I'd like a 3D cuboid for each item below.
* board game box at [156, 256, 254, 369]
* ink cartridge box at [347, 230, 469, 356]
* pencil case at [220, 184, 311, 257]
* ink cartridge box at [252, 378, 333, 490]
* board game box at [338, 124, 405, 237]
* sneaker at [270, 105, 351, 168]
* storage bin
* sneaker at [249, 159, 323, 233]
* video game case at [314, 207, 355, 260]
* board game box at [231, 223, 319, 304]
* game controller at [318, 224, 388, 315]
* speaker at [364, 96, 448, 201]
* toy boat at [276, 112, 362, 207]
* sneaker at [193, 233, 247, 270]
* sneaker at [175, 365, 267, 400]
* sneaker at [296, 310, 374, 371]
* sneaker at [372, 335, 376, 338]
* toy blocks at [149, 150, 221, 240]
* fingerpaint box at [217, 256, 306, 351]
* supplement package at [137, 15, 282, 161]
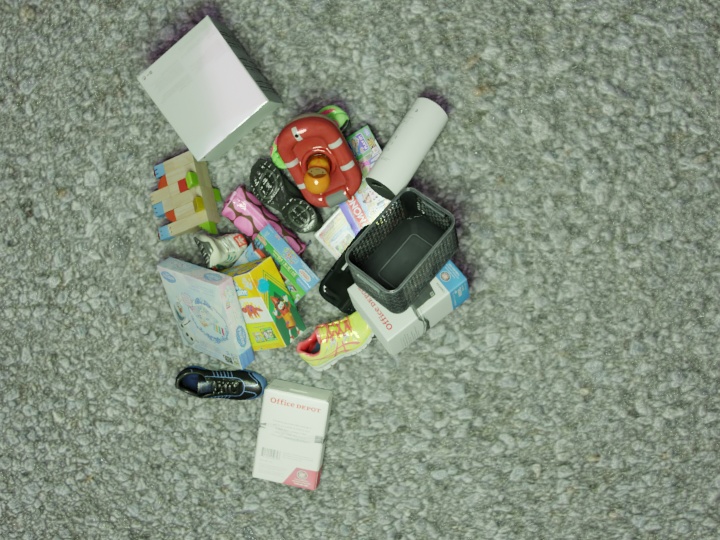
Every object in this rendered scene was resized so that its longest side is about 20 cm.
[{"bbox_3d":[-0.317,0.085,1.703,0.197,0.043,0.202,16,130,38],"label":"board game box"},{"bbox_3d":[0.095,0.045,1.639,0.199,0.084,0.146,-36,63,-7],"label":"ink cartridge box"},{"bbox_3d":[-0.200,-0.089,1.721,0.199,0.094,0.091,41,90,-1],"label":"pencil case"},{"bbox_3d":[-0.144,0.351,1.788,0.143,0.083,0.205,11,100,5],"label":"ink cartridge box"},{"bbox_3d":[0.009,-0.173,1.694,0.133,0.029,0.203,-30,91,10],"label":"board game box"},{"bbox_3d":[-0.100,-0.261,1.690,0.197,0.083,0.078,-23,73,28],"label":"sneaker"},{"bbox_3d":[0.081,-0.038,1.583,0.134,0.094,0.200,35,74,26],"label":"storage bin"},{"bbox_3d":[-0.154,-0.147,1.716,0.076,0.091,0.201,-44,75,11],"label":"sneaker"},{"bbox_3d":[0.032,-0.080,1.732,0.182,0.024,0.200,45,102,-1],"label":"video game case"},{"bbox_3d":[-0.184,0.014,1.707,0.151,0.037,0.200,47,141,-1],"label":"board game box"},{"bbox_3d":[0.000,0.000,1.707,0.104,0.042,0.201,36,111,-7],"label":"game controller"},{"bbox_3d":[0.090,-0.238,1.636,0.080,0.081,0.202,32,78,0],"label":"speaker"},{"bbox_3d":[-0.082,-0.197,1.594,0.128,0.132,0.202,-21,123,16],"label":"toy boat"},{"bbox_3d":[-0.280,-0.051,1.689,0.092,0.200,0.071,-29,86,-8],"label":"sneaker"},{"bbox_3d":[-0.304,0.250,1.794,0.195,0.078,0.072,5,99,6],"label":"sneaker"},{"bbox_3d":[-0.051,0.137,1.718,0.199,0.079,0.090,-39,135,20],"label":"sneaker"},{"bbox_3d":[0.088,0.060,1.731,0.196,0.060,0.106,-22,95,6],"label":"sneaker"},{"bbox_3d":[-0.377,-0.153,1.735,0.134,0.100,0.204,-18,82,22],"label":"toy blocks"},{"bbox_3d":[-0.225,0.075,1.700,0.198,0.073,0.169,-13,108,47],"label":"fingerpaint box"},{"bbox_3d":[-0.297,-0.359,1.663,0.190,0.147,0.201,-37,93,11],"label":"supplement package"}]
